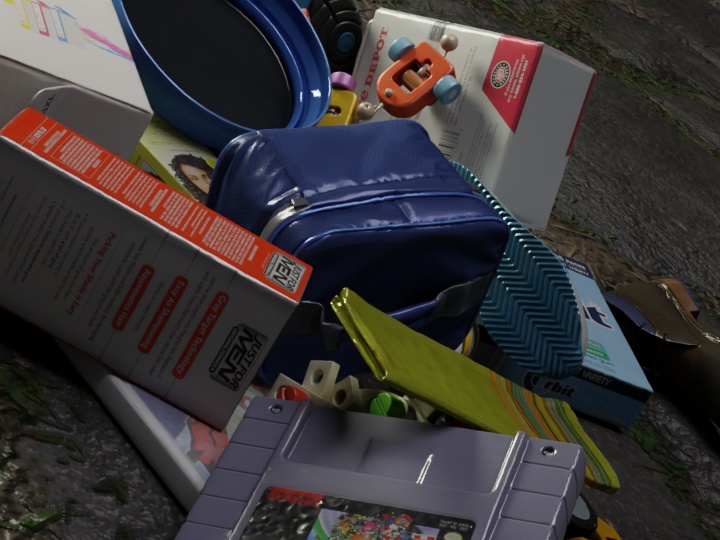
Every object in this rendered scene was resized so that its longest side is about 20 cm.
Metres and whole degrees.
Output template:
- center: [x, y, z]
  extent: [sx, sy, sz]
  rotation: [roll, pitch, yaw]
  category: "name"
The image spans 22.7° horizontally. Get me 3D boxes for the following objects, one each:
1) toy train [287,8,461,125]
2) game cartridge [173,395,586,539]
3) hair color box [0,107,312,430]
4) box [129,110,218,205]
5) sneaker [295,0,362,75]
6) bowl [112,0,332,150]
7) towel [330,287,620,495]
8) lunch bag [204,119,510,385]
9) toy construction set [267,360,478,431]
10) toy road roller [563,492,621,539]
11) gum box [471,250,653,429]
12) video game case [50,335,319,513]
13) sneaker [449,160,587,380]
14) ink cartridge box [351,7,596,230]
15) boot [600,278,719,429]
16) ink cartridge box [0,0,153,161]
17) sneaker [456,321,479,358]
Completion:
- center: [-0.016, -0.169, 1.496]
  extent: [0.200, 0.150, 0.056]
  rotation: [39, -13, 25]
  category: "toy train"
- center: [0.010, 0.131, 0.970]
  extent: [0.199, 0.038, 0.130]
  rotation: [7, 37, 20]
  category: "game cartridge"
- center: [-0.141, -0.001, 1.072]
  extent: [0.200, 0.102, 0.061]
  rotation: [31, 22, -4]
  category: "hair color box"
- center: [-0.143, -0.070, 1.329]
  extent: [0.200, 0.050, 0.075]
  rotation: [44, 25, 29]
  category: "box"
- center: [-0.033, -0.192, 1.618]
  extent: [0.082, 0.073, 0.200]
  rotation: [42, -16, 43]
  category: "sneaker"
- center: [-0.113, -0.176, 1.397]
  extent: [0.200, 0.039, 0.201]
  rotation: [26, 42, -26]
  category: "bowl"
- center: [0.071, 0.073, 1.051]
  extent: [0.200, 0.018, 0.086]
  rotation: [28, 15, -36]
  category: "towel"
- center: [-0.010, -0.008, 1.180]
  extent: [0.200, 0.136, 0.132]
  rotation: [-9, 42, -33]
  category: "lunch bag"
- center: [0.045, 0.101, 1.100]
  extent: [0.200, 0.092, 0.131]
  rotation: [15, 24, -35]
  category: "toy construction set"
- center: [0.127, 0.215, 1.008]
  extent: [0.146, 0.123, 0.200]
  rotation: [31, 19, -33]
  category: "toy road roller"
- center: [0.134, 0.033, 1.475]
  extent: [0.170, 0.045, 0.200]
  rotation: [21, 26, -22]
  category: "gum box"
- center: [-0.086, 0.080, 1.131]
  extent: [0.182, 0.023, 0.200]
  rotation: [2, 37, -49]
  category: "video game case"
- center: [0.115, 0.003, 1.362]
  extent: [0.200, 0.076, 0.081]
  rotation: [58, 10, 31]
  category: "sneaker"
- center: [0.083, -0.131, 1.526]
  extent: [0.083, 0.146, 0.200]
  rotation: [15, 4, -45]
  category: "ink cartridge box"
- center: [0.264, 0.080, 1.540]
  extent: [0.097, 0.075, 0.200]
  rotation: [0, 34, -23]
  category: "boot"
- center: [-0.232, -0.110, 1.198]
  extent: [0.125, 0.129, 0.200]
  rotation: [18, 27, -30]
  category: "ink cartridge box"
- center: [0.000, 0.000, 1.335]
  extent: [0.200, 0.075, 0.090]
  rotation: [41, 19, 22]
  category: "sneaker"
